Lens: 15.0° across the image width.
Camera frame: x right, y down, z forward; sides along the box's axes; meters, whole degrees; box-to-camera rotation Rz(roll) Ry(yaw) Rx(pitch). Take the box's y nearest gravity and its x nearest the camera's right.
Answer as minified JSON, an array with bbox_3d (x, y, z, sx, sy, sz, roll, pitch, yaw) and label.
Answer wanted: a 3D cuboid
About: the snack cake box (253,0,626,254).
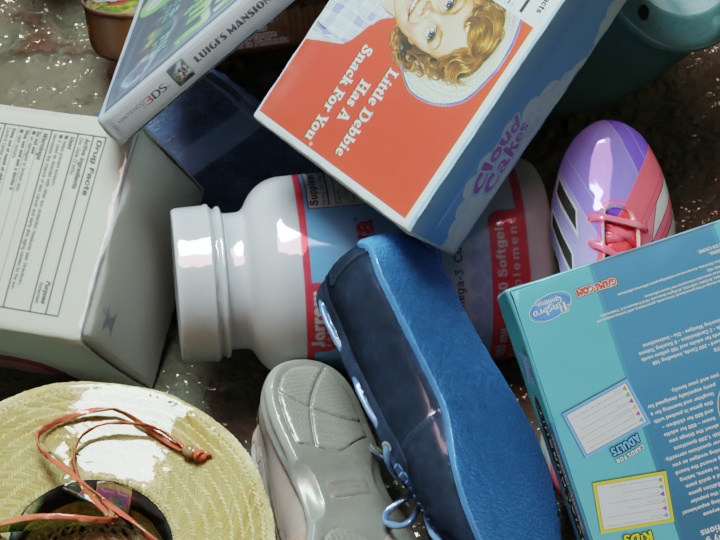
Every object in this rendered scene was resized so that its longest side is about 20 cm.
[{"bbox_3d":[0.051,-0.124,1.393,0.115,0.067,0.200,37,96,25],"label":"snack cake box"}]

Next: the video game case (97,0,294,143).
[{"bbox_3d":[-0.061,-0.168,1.492,0.182,0.023,0.200,-38,19,20],"label":"video game case"}]

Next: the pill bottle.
[{"bbox_3d":[0.000,0.000,1.470,0.199,0.109,0.109,-5,45,-5],"label":"pill bottle"}]

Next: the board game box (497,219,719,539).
[{"bbox_3d":[0.169,0.083,1.334,0.150,0.047,0.201,-18,86,-4],"label":"board game box"}]

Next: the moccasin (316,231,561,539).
[{"bbox_3d":[0.040,0.080,1.385,0.080,0.068,0.201,-5,70,-47],"label":"moccasin"}]

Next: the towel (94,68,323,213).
[{"bbox_3d":[-0.079,-0.051,1.600,0.111,0.049,0.200,-36,50,-20],"label":"towel"}]

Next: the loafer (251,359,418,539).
[{"bbox_3d":[-0.013,0.142,1.398,0.072,0.063,0.201,2,53,-26],"label":"loafer"}]

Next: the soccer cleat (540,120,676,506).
[{"bbox_3d":[0.125,0.023,1.393,0.066,0.076,0.201,6,90,3],"label":"soccer cleat"}]

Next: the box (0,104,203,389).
[{"bbox_3d":[-0.207,-0.019,1.530,0.199,0.109,0.129,9,75,20],"label":"box"}]

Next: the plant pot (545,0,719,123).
[{"bbox_3d":[0.117,-0.178,1.524,0.200,0.201,0.188,-45,23,-28],"label":"plant pot"}]

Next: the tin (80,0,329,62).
[{"bbox_3d":[-0.071,-0.164,1.686,0.199,0.042,0.112,-6,18,3],"label":"tin"}]

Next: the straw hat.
[{"bbox_3d":[-0.136,0.155,1.385,0.200,0.085,0.202,4,40,-3],"label":"straw hat"}]
